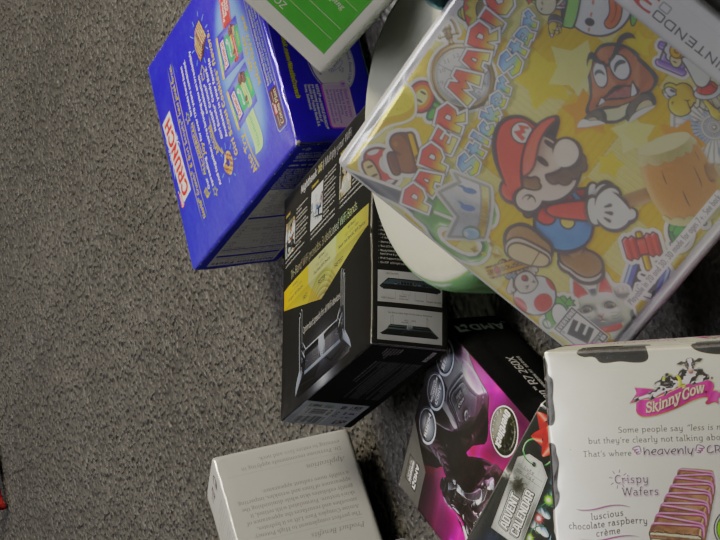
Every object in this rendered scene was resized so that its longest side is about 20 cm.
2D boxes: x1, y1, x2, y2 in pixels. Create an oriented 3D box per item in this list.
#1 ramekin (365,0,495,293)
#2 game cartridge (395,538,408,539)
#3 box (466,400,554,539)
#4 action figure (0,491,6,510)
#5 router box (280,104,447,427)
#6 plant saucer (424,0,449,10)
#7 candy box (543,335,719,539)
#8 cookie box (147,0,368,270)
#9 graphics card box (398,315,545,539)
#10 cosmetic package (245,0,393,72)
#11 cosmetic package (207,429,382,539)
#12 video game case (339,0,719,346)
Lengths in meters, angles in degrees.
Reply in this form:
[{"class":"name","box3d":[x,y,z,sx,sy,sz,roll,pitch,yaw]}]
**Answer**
[{"class":"ramekin","box3d":[0.082,-0.080,1.286,0.200,0.097,0.202,12,103,62]},{"class":"game cartridge","box3d":[0.048,0.281,1.397,0.133,0.041,0.201,27,110,34]},{"class":"box","box3d":[0.118,0.179,1.229,0.137,0.040,0.201,38,125,20]},{"class":"action figure","box3d":[-0.396,0.147,2.296,0.065,0.051,0.201,140,124,-61]},{"class":"router box","box3d":[0.000,0.000,1.449,0.200,0.052,0.158,137,136,-66]},{"class":"plant saucer","box3d":[0.097,-0.212,1.140,0.027,0.200,0.200,47,139,15]},{"class":"candy box","box3d":[0.166,0.133,1.117,0.135,0.061,0.202,-3,91,20]},{"class":"cookie box","box3d":[-0.071,-0.119,1.602,0.200,0.075,0.172,-45,54,55]},{"class":"graphics card box","box3d":[0.097,0.129,1.338,0.200,0.051,0.126,51,136,49]},{"class":"cosmetic package","box3d":[0.011,-0.221,1.281,0.200,0.108,0.085,-48,3,9]},{"class":"cosmetic package","box3d":[-0.030,0.216,1.526,0.074,0.101,0.201,103,154,-61]},{"class":"video game case","box3d":[0.109,-0.071,1.156,0.182,0.023,0.200,39,123,4]}]
